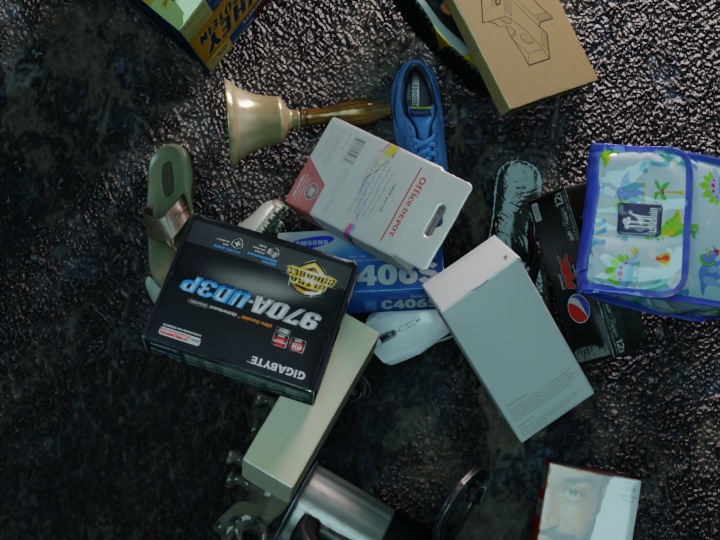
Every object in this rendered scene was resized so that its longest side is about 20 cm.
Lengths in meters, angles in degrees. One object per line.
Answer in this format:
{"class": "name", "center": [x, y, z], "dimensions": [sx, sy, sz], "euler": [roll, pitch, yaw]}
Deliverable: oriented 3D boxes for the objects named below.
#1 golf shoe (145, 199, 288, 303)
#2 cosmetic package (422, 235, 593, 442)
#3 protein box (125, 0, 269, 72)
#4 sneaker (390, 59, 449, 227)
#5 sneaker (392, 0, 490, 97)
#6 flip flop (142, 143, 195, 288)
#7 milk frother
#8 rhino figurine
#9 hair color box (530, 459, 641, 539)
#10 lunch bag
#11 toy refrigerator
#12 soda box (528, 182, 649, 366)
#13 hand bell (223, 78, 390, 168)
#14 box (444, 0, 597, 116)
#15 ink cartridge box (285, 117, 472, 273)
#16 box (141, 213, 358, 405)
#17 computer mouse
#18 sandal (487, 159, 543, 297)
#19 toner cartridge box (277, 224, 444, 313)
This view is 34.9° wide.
{"class": "golf shoe", "center": [-0.175, -0.024, 1.361], "dimensions": [0.097, 0.078, 0.200], "euler": [43, 88, 11]}
{"class": "cosmetic package", "center": [0.166, 0.077, 1.286], "dimensions": [0.107, 0.085, 0.201], "euler": [-32, 113, -1]}
{"class": "protein box", "center": [-0.222, -0.363, 1.324], "dimensions": [0.199, 0.199, 0.135], "euler": [39, 89, 5]}
{"class": "sneaker", "center": [0.071, -0.148, 1.354], "dimensions": [0.065, 0.078, 0.204], "euler": [-7, 87, 1]}
{"class": "sneaker", "center": [0.117, -0.306, 1.373], "dimensions": [0.090, 0.070, 0.201], "euler": [-40, 86, -12]}
{"class": "flip flop", "center": [-0.225, -0.065, 1.341], "dimensions": [0.080, 0.058, 0.203], "euler": [-17, 63, 17]}
{"class": "milk frother", "center": [0.022, 0.272, 1.277], "dimensions": [0.186, 0.181, 0.202], "euler": [28, 83, 4]}
{"class": "rhino figurine", "center": [-0.110, 0.235, 1.305], "dimensions": [0.086, 0.060, 0.202], "euler": [13, 52, 14]}
{"class": "hair color box", "center": [0.250, 0.329, 1.316], "dimensions": [0.109, 0.064, 0.204], "euler": [9, 85, 5]}
{"class": "lunch bag", "center": [0.337, -0.043, 1.278], "dimensions": [0.197, 0.127, 0.173], "euler": [10, 78, -16]}
{"class": "toy refrigerator", "center": [-0.057, 0.147, 1.269], "dimensions": [0.069, 0.076, 0.202], "euler": [28, 67, 6]}
{"class": "soda box", "center": [0.264, 0.003, 1.325], "dimensions": [0.070, 0.063, 0.203], "euler": [-11, 84, -39]}
{"class": "hand bell", "center": [-0.062, -0.182, 1.367], "dimensions": [0.196, 0.104, 0.106], "euler": [-5, 85, -8]}
{"class": "box", "center": [0.179, -0.291, 1.340], "dimensions": [0.162, 0.021, 0.202], "euler": [-22, 85, -36]}
{"class": "ink cartridge box", "center": [0.028, -0.078, 1.305], "dimensions": [0.198, 0.067, 0.118], "euler": [28, 84, 26]}
{"class": "box", "center": [-0.118, 0.040, 1.248], "dimensions": [0.197, 0.046, 0.161], "euler": [17, 65, 6]}
{"class": "computer mouse", "center": [0.044, 0.069, 1.355], "dimensions": [0.198, 0.044, 0.111], "euler": [-28, 84, 1]}
{"class": "sandal", "center": [0.180, -0.031, 1.352], "dimensions": [0.074, 0.048, 0.204], "euler": [0, 85, 3]}
{"class": "toner cartridge box", "center": [0.000, 0.000, 1.342], "dimensions": [0.196, 0.043, 0.096], "euler": [-3, 51, 3]}
